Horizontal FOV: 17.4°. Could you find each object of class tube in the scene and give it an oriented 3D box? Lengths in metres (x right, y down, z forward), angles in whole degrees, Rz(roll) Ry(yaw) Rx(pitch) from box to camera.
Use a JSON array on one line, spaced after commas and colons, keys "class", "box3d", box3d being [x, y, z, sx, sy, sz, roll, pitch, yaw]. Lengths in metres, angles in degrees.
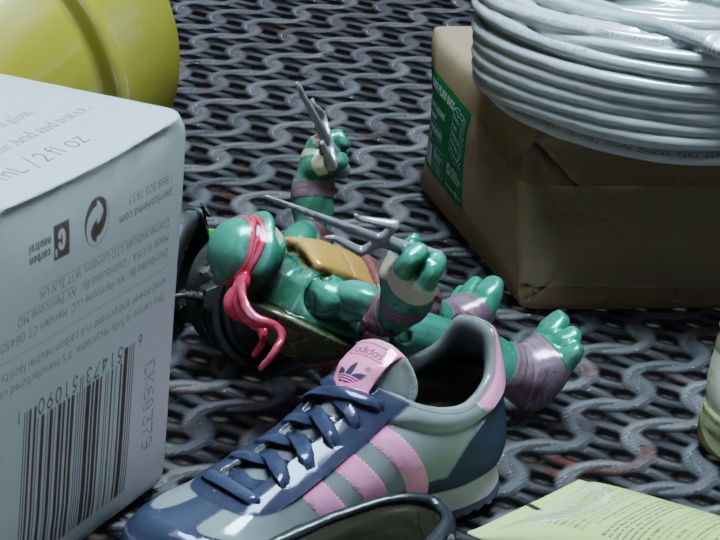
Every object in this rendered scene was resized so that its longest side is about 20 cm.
[{"class": "tube", "box3d": [0.143, 0.120, 0.904, 0.200, 0.052, 0.058, 17, -18, 37]}]

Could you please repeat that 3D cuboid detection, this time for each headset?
[{"class": "headset", "box3d": [-0.071, -0.009, 1.114, 0.123, 0.094, 0.200, 17, 12, 28]}]

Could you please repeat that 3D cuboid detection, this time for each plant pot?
[{"class": "plant pot", "box3d": [-0.219, -0.086, 1.165, 0.200, 0.201, 0.189, 13, 36, 19]}]

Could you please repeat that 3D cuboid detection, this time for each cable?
[{"class": "cable", "box3d": [0.156, -0.116, 1.201, 0.200, 0.069, 0.200, 13, 23, 23]}]

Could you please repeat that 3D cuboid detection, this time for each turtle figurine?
[{"class": "turtle figurine", "box3d": [0.000, 0.000, 1.045, 0.200, 0.101, 0.150, 27, 20, -38]}]

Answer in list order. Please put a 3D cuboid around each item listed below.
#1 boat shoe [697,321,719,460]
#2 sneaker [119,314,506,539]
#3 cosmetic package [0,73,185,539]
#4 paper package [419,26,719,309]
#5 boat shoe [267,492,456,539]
[{"class": "boat shoe", "box3d": [0.239, 0.073, 1.018, 0.200, 0.063, 0.073, 22, 26, 36]}, {"class": "sneaker", "box3d": [-0.017, 0.069, 0.938, 0.070, 0.082, 0.200, 24, 28, 35]}, {"class": "cosmetic package", "box3d": [-0.195, 0.015, 0.919, 0.200, 0.165, 0.165, 13, 21, 19]}, {"class": "paper package", "box3d": [0.145, -0.060, 1.290, 0.190, 0.104, 0.200, 0, 22, -15]}, {"class": "boat shoe", "box3d": [-0.042, 0.126, 0.813, 0.076, 0.060, 0.200, 21, 25, 34]}]
